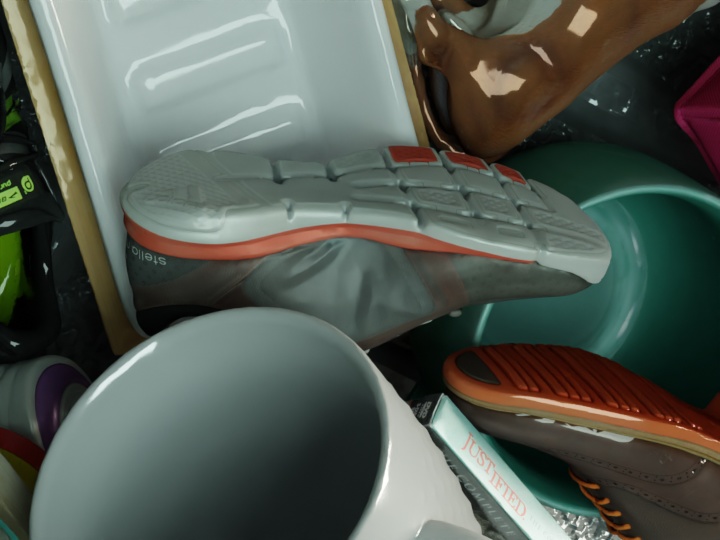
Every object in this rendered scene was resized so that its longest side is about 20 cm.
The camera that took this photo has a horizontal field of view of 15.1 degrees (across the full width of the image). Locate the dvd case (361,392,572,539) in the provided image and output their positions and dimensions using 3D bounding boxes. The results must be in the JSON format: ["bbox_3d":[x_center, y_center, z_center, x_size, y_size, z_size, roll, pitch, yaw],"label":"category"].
[{"bbox_3d":[0.003,0.119,1.174,0.146,0.200,0.022,50,49,-26],"label":"dvd case"}]

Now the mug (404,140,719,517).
[{"bbox_3d":[0.083,0.023,1.205,0.184,0.114,0.153,-11,111,-16],"label":"mug"}]

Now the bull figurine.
[{"bbox_3d":[0.098,-0.133,1.178,0.200,0.065,0.122,-42,120,-12],"label":"bull figurine"}]

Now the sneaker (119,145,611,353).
[{"bbox_3d":[0.000,0.000,1.104,0.199,0.077,0.082,4,118,-6],"label":"sneaker"}]

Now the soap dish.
[{"bbox_3d":[-0.062,-0.085,1.135,0.157,0.081,0.201,-21,112,-13],"label":"soap dish"}]

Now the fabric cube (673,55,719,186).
[{"bbox_3d":[0.297,-0.053,1.182,0.200,0.199,0.196,-47,119,-25],"label":"fabric cube"}]

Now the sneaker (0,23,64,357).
[{"bbox_3d":[-0.154,-0.052,1.094,0.071,0.083,0.200,-29,128,-28],"label":"sneaker"}]

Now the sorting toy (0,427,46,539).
[{"bbox_3d":[-0.168,0.158,1.131,0.198,0.070,0.200,-18,119,28],"label":"sorting toy"}]

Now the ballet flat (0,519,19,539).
[{"bbox_3d":[-0.195,0.069,1.002,0.064,0.200,0.068,-26,149,-36],"label":"ballet flat"}]

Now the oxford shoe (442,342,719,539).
[{"bbox_3d":[0.116,0.084,1.135,0.199,0.071,0.073,18,107,-24],"label":"oxford shoe"}]

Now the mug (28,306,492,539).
[{"bbox_3d":[-0.001,0.124,1.037,0.175,0.199,0.148,54,50,-48],"label":"mug"}]

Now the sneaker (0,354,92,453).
[{"bbox_3d":[-0.142,0.117,1.186,0.099,0.075,0.200,-3,126,18],"label":"sneaker"}]
